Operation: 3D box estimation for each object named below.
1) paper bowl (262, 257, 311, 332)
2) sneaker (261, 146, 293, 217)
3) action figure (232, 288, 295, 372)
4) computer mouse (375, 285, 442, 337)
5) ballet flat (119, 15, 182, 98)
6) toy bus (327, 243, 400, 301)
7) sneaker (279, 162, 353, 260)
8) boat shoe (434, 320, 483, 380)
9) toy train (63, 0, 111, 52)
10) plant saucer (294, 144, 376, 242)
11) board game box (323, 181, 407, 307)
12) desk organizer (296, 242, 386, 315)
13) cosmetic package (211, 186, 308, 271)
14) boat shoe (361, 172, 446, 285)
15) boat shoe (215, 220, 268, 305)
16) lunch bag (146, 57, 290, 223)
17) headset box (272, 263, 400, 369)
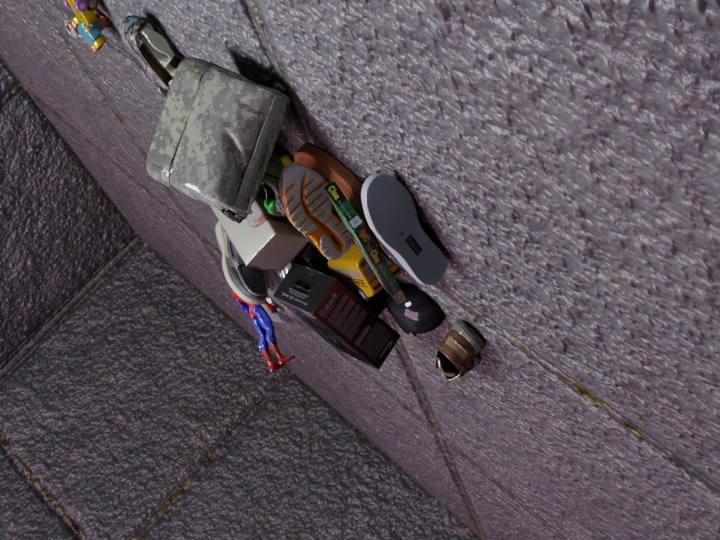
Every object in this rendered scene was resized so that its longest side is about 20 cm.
[{"bbox_3d":[-0.136,0.018,1.900,0.200,0.103,0.204,-18,-90,-73],"label":"paper bowl"},{"bbox_3d":[-0.116,-0.112,1.695,0.200,0.085,0.078,50,166,-24],"label":"sneaker"},{"bbox_3d":[-0.183,0.081,1.817,0.202,0.051,0.065,61,144,9],"label":"action figure"},{"bbox_3d":[0.077,0.073,1.738,0.139,0.053,0.200,49,166,-13],"label":"computer mouse"},{"bbox_3d":[-0.321,-0.340,1.675,0.201,0.072,0.072,51,165,-31],"label":"ballet flat"},{"bbox_3d":[0.000,0.000,1.710,0.079,0.065,0.200,55,165,-13],"label":"toy bus"},{"bbox_3d":[-0.080,-0.095,1.529,0.077,0.078,0.201,45,169,39],"label":"sneaker"},{"bbox_3d":[0.153,0.144,1.676,0.076,0.072,0.200,40,166,16],"label":"boat shoe"},{"bbox_3d":[-0.525,-0.497,1.850,0.150,0.056,0.201,40,163,24],"label":"toy train"},{"bbox_3d":[-0.032,-0.110,1.563,0.200,0.032,0.201,43,167,12],"label":"plant saucer"},{"bbox_3d":[0.009,-0.036,1.484,0.105,0.023,0.201,58,179,40],"label":"board game box"},{"bbox_3d":[-0.033,0.020,1.874,0.077,0.072,0.201,28,159,44],"label":"desk organizer"},{"bbox_3d":[-0.188,-0.105,1.754,0.103,0.087,0.201,8,-137,-57],"label":"cosmetic package"},{"bbox_3d":[0.041,-0.062,1.399,0.091,0.071,0.201,31,161,51],"label":"boat shoe"},{"bbox_3d":[-0.207,-0.030,1.796,0.071,0.065,0.202,7,-135,-35],"label":"boat shoe"},{"bbox_3d":[-0.196,-0.187,1.447,0.167,0.203,0.139,24,-176,41],"label":"lunch bag"},{"bbox_3d":[-0.048,0.073,1.741,0.200,0.078,0.148,41,168,-33],"label":"headset box"}]
